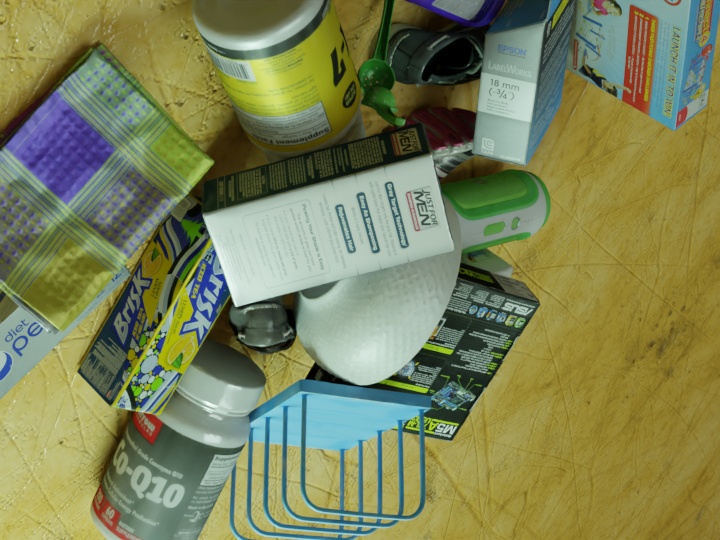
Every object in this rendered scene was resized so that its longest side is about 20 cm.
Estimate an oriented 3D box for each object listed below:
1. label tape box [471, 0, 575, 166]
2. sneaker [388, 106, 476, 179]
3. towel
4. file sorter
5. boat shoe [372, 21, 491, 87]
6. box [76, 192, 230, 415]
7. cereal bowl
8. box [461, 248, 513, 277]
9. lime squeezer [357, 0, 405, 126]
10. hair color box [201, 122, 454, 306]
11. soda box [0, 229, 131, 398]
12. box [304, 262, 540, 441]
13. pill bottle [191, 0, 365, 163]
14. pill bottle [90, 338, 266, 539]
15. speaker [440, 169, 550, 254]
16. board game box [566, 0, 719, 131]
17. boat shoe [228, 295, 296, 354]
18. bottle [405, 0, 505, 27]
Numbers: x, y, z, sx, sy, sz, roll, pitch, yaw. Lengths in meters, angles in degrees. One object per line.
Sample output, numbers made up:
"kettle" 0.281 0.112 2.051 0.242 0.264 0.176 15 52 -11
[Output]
"label tape box" 0.169 -0.229 1.338 0.144 0.063 0.201 -57 156 -50
"sneaker" 0.053 -0.101 1.397 0.199 0.074 0.088 -29 140 -25
"towel" -0.226 -0.062 1.059 0.200 0.023 0.144 -48 110 -12
"file sorter" -0.035 0.197 1.322 0.138 0.124 0.200 9 157 -24
"boat shoe" 0.097 -0.212 1.355 0.199 0.062 0.073 -10 124 -48
"box" -0.176 0.031 1.238 0.070 0.064 0.201 20 104 -55
"cereal bowl" 0.000 0.000 1.261 0.083 0.200 0.201 27 99 -30
"box" 0.060 0.037 1.502 0.199 0.101 0.113 -15 131 -44
"lime squeezer" 0.024 -0.173 1.224 0.038 0.201 0.071 26 130 -24
"hair color box" -0.028 -0.047 1.152 0.198 0.061 0.101 -14 123 3
"soda box" -0.290 0.038 1.102 0.200 0.063 0.068 -46 146 -12
"box" 0.063 0.080 1.398 0.199 0.048 0.194 15 117 -36
"pill bottle" -0.062 -0.171 1.149 0.114 0.114 0.200 -43 146 -15
"pill bottle" -0.178 0.174 1.321 0.114 0.114 0.201 7 114 -53
"speaker" 0.127 -0.063 1.504 0.199 0.088 0.089 -15 131 -44
"board game box" 0.278 -0.277 1.400 0.056 0.195 0.201 -35 143 -25
"boat shoe" -0.095 0.059 1.306 0.066 0.057 0.200 -8 169 -1
"bottle" 0.065 -0.286 1.246 0.199 0.065 0.084 6 110 -53
